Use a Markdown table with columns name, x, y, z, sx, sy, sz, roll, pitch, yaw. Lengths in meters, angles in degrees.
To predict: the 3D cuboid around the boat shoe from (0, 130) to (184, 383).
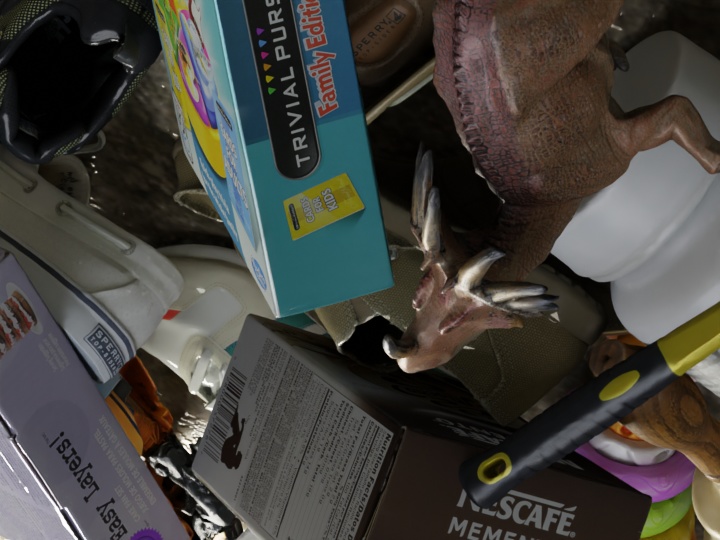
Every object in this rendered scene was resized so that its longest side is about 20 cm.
| name | x | y | z | sx | sy | sz | roll | pitch | yaw |
| --- | --- | --- | --- | --- | --- | --- | --- | --- | --- |
| boat shoe | -0.149 | -0.032 | 1.226 | 0.202 | 0.086 | 0.075 | 33 | 161 | 41 |

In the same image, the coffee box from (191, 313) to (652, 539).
| name | x | y | z | sx | sy | sz | roll | pitch | yaw |
| --- | --- | --- | --- | --- | --- | --- | --- | --- | --- |
| coffee box | 0.019 | 0.088 | 1.110 | 0.113 | 0.080 | 0.200 | 18 | -175 | -23 |

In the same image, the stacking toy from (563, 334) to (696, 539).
| name | x | y | z | sx | sy | sz | roll | pitch | yaw |
| --- | --- | --- | --- | --- | --- | --- | --- | --- | --- |
| stacking toy | 0.113 | 0.091 | 1.222 | 0.116 | 0.110 | 0.200 | 26 | 133 | 15 |

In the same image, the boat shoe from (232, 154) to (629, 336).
| name | x | y | z | sx | sy | sz | roll | pitch | yaw |
| --- | --- | --- | --- | --- | --- | --- | --- | --- | --- |
| boat shoe | 0.046 | -0.009 | 1.155 | 0.199 | 0.072 | 0.068 | 9 | 167 | 24 |

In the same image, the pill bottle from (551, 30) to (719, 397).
| name | x | y | z | sx | sy | sz | roll | pitch | yaw |
| --- | --- | --- | --- | --- | --- | --- | --- | --- | --- |
| pill bottle | 0.170 | 0.002 | 1.050 | 0.200 | 0.114 | 0.114 | 35 | 143 | -14 |

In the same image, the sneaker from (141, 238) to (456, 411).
| name | x | y | z | sx | sy | sz | roll | pitch | yaw |
| --- | --- | --- | --- | --- | --- | --- | --- | --- | --- |
| sneaker | -0.035 | 0.059 | 1.254 | 0.199 | 0.094 | 0.070 | 23 | 144 | 1 |

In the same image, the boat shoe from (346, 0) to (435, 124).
| name | x | y | z | sx | sy | sz | roll | pitch | yaw |
| --- | --- | --- | --- | --- | --- | --- | --- | --- | --- |
| boat shoe | 0.032 | -0.115 | 1.025 | 0.073 | 0.063 | 0.200 | 29 | 143 | -6 |

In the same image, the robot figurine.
| name | x | y | z | sx | sy | sz | roll | pitch | yaw |
| --- | --- | --- | --- | --- | --- | --- | --- | --- | --- |
| robot figurine | -0.138 | 0.079 | 1.346 | 0.145 | 0.058 | 0.200 | 17 | 147 | 45 |

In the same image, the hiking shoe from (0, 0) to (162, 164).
| name | x | y | z | sx | sy | sz | roll | pitch | yaw |
| --- | --- | --- | --- | --- | --- | --- | --- | --- | --- |
| hiking shoe | -0.141 | -0.087 | 1.126 | 0.076 | 0.101 | 0.200 | 38 | 141 | -18 |

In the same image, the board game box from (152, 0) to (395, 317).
| name | x | y | z | sx | sy | sz | roll | pitch | yaw |
| --- | --- | --- | --- | --- | --- | --- | --- | --- | --- |
| board game box | -0.045 | -0.106 | 0.965 | 0.047 | 0.151 | 0.201 | -16 | 118 | -10 |

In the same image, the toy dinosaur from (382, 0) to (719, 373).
| name | x | y | z | sx | sy | sz | roll | pitch | yaw |
| --- | --- | --- | --- | --- | --- | --- | --- | --- | --- |
| toy dinosaur | 0.054 | -0.061 | 0.925 | 0.086 | 0.135 | 0.201 | 20 | 132 | 52 |

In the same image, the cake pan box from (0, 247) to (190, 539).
| name | x | y | z | sx | sy | sz | roll | pitch | yaw |
| --- | --- | --- | --- | --- | --- | --- | --- | --- | --- |
| cake pan box | -0.182 | 0.052 | 1.228 | 0.184 | 0.052 | 0.200 | 23 | 149 | 46 |

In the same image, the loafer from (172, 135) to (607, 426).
| name | x | y | z | sx | sy | sz | roll | pitch | yaw |
| --- | --- | --- | --- | --- | --- | --- | --- | --- | --- |
| loafer | 0.000 | 0.000 | 1.090 | 0.200 | 0.068 | 0.076 | 24 | 173 | 26 |

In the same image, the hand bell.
| name | x | y | z | sx | sy | sz | roll | pitch | yaw |
| --- | --- | --- | --- | --- | --- | --- | --- | --- | --- |
| hand bell | 0.145 | 0.075 | 1.117 | 0.104 | 0.104 | 0.200 | -5 | 153 | 34 |

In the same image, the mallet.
| name | x | y | z | sx | sy | sz | roll | pitch | yaw |
| --- | --- | --- | --- | --- | --- | --- | --- | --- | --- |
| mallet | 0.120 | 0.035 | 0.957 | 0.200 | 0.041 | 0.066 | -43 | 69 | 22 |

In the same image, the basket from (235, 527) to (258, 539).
| name | x | y | z | sx | sy | sz | roll | pitch | yaw |
| --- | --- | --- | --- | --- | --- | --- | --- | --- | --- |
| basket | 0.026 | 0.205 | 1.332 | 0.199 | 0.124 | 0.136 | 13 | 148 | -19 |
